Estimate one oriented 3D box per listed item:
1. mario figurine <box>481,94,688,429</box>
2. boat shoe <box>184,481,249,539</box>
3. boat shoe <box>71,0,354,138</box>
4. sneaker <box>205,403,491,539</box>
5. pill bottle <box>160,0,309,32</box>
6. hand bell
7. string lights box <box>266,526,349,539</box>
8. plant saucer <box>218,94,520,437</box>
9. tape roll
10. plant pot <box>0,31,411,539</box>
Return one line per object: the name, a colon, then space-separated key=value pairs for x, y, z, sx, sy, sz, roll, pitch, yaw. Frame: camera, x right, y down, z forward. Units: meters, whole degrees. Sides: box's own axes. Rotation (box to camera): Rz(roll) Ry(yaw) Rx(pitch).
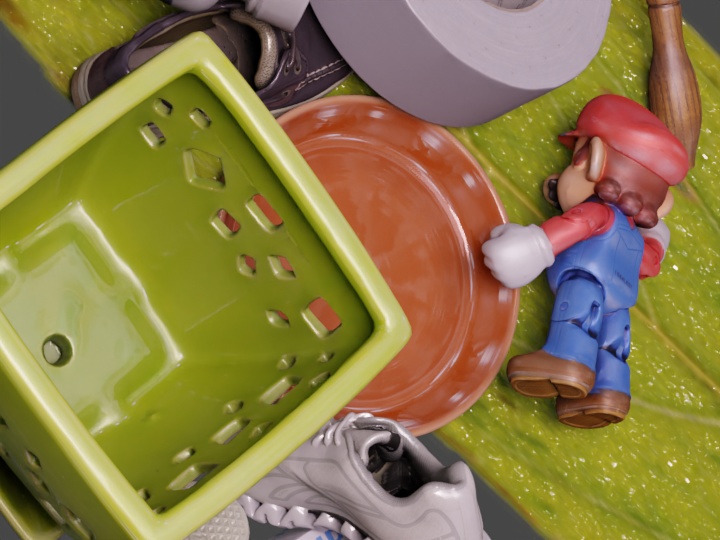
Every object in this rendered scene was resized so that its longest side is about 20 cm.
mario figurine: x=0.128 y=-0.010 z=1.721 sx=0.106 sy=0.123 sz=0.200 roll=12 pitch=68 yaw=6
boat shoe: x=-0.135 y=0.186 z=1.536 sx=0.075 sy=0.062 sz=0.200 roll=40 pitch=58 yaw=5
boat shoe: x=-0.065 y=-0.121 z=1.642 sx=0.200 sy=0.065 sz=0.072 roll=-16 pitch=86 yaw=-32
sneaker: x=-0.010 y=0.104 z=1.559 sx=0.075 sy=0.200 sz=0.081 roll=-40 pitch=138 yaw=-34
pill bottle: x=-0.110 y=-0.207 z=1.581 sx=0.200 sy=0.111 sz=0.111 roll=25 pitch=67 yaw=-5
hand bell: x=0.184 y=-0.160 z=1.789 sx=0.104 sy=0.104 sz=0.200 roll=-14 pitch=105 yaw=-31
string lights box: x=0.012 y=0.229 z=1.613 sx=0.103 sy=0.059 sz=0.200 roll=-32 pitch=95 yaw=-30
plant saucer: x=0.000 y=0.000 z=1.673 sx=0.200 sy=0.032 sz=0.200 roll=6 pitch=77 yaw=-28
tape roll: x=0.054 y=-0.187 z=1.697 sx=0.200 sy=0.066 sz=0.200 roll=20 pitch=59 yaw=-38
plant pot: x=-0.130 y=0.024 z=1.505 sx=0.200 sy=0.181 sz=0.199 roll=-40 pitch=100 yaw=-30
